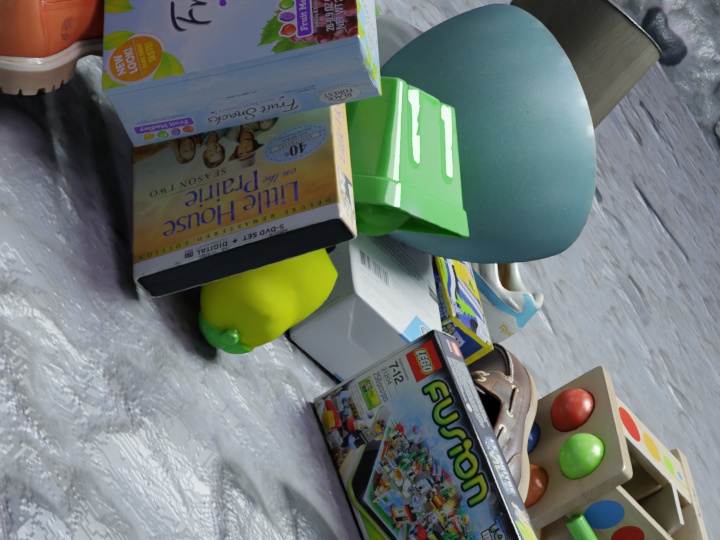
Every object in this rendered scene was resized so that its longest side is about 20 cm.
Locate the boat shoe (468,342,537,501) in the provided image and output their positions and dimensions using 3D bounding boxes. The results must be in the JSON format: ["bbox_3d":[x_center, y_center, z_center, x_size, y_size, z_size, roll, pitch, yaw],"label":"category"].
[{"bbox_3d":[0.101,0.118,1.526,0.070,0.070,0.200,53,20,-27],"label":"boat shoe"}]

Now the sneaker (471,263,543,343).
[{"bbox_3d":[0.093,-0.028,1.705,0.200,0.081,0.076,61,21,14],"label":"sneaker"}]

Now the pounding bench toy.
[{"bbox_3d":[0.193,0.206,1.537,0.156,0.124,0.200,45,24,-32],"label":"pounding bench toy"}]

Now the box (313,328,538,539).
[{"bbox_3d":[0.049,0.153,1.297,0.035,0.110,0.200,24,38,-57],"label":"box"}]

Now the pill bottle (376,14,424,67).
[{"bbox_3d":[0.054,-0.162,1.763,0.200,0.111,0.111,18,44,-61],"label":"pill bottle"}]

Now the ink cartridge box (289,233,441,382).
[{"bbox_3d":[0.000,0.000,1.461,0.116,0.068,0.200,43,25,-33],"label":"ink cartridge box"}]

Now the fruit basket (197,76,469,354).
[{"bbox_3d":[-0.043,-0.034,1.292,0.155,0.215,0.216,19,43,-60],"label":"fruit basket"}]

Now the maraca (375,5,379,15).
[{"bbox_3d":[-0.047,-0.309,1.744,0.200,0.107,0.137,54,27,-11],"label":"maraca"}]

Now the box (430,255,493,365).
[{"bbox_3d":[0.050,-0.004,1.583,0.064,0.070,0.200,40,27,-39],"label":"box"}]

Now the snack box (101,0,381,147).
[{"bbox_3d":[-0.078,-0.190,1.218,0.068,0.168,0.200,66,18,-53],"label":"snack box"}]

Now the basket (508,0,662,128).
[{"bbox_3d":[0.149,-0.153,1.659,0.136,0.200,0.180,38,3,-13],"label":"basket"}]

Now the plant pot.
[{"bbox_3d":[0.065,-0.092,1.420,0.135,0.200,0.200,-15,70,-28],"label":"plant pot"}]

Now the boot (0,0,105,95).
[{"bbox_3d":[-0.193,-0.190,1.209,0.200,0.075,0.107,-67,166,-68],"label":"boot"}]

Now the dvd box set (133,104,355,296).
[{"bbox_3d":[-0.081,-0.089,1.231,0.029,0.146,0.200,52,27,-51],"label":"dvd box set"}]
